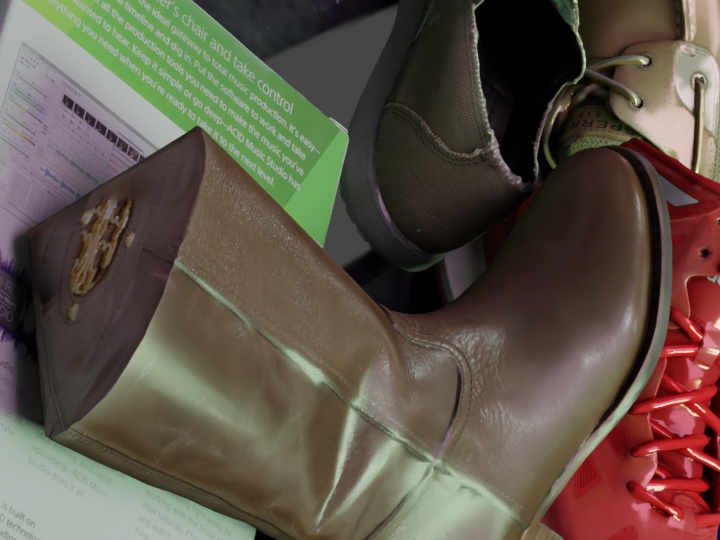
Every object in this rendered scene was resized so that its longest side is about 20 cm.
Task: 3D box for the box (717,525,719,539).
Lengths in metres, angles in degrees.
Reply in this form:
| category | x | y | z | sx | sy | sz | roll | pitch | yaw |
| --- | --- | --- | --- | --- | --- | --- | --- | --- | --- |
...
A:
| category | x | y | z | sx | sy | sz | roll | pitch | yaw |
| --- | --- | --- | --- | --- | --- | --- | --- | --- | --- |
| box | 0.230 | 0.137 | 1.037 | 0.184 | 0.105 | 0.200 | -38 | 110 | -49 |

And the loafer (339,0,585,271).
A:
| category | x | y | z | sx | sy | sz | roll | pitch | yaw |
| --- | --- | --- | --- | --- | --- | --- | --- | --- | --- |
| loafer | 0.054 | -0.088 | 0.906 | 0.075 | 0.070 | 0.200 | 42 | 50 | -37 |

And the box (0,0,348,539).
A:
| category | x | y | z | sx | sy | sz | roll | pitch | yaw |
| --- | --- | --- | --- | --- | --- | --- | --- | --- | --- |
| box | -0.076 | 0.008 | 0.745 | 0.144 | 0.036 | 0.200 | 40 | 52 | -38 |

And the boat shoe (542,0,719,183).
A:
| category | x | y | z | sx | sy | sz | roll | pitch | yaw |
| --- | --- | --- | --- | --- | --- | --- | --- | --- | --- |
| boat shoe | 0.104 | -0.055 | 0.959 | 0.064 | 0.071 | 0.200 | -3 | 83 | -53 |

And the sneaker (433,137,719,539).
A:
| category | x | y | z | sx | sy | sz | roll | pitch | yaw |
| --- | --- | --- | --- | --- | --- | --- | --- | --- | --- |
| sneaker | 0.099 | 0.039 | 0.841 | 0.078 | 0.115 | 0.200 | 20 | 40 | -49 |

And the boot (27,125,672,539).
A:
| category | x | y | z | sx | sy | sz | roll | pitch | yaw |
| --- | --- | --- | --- | --- | --- | --- | --- | --- | --- |
| boot | 0.000 | 0.000 | 0.758 | 0.200 | 0.064 | 0.187 | 36 | 62 | -36 |
